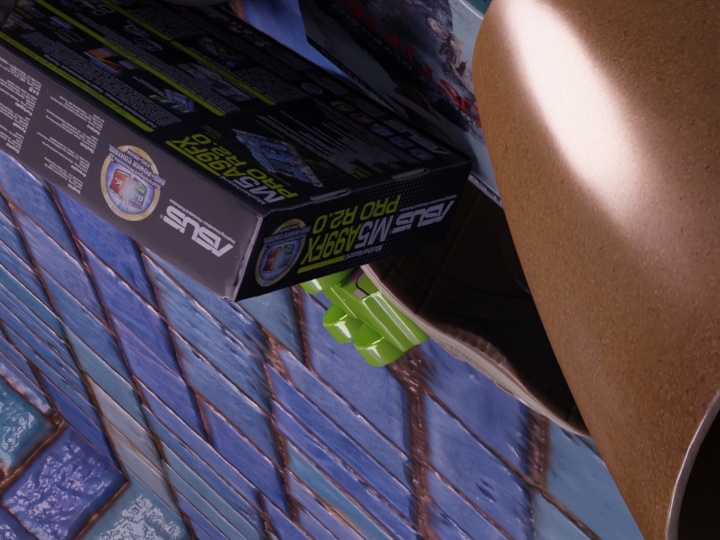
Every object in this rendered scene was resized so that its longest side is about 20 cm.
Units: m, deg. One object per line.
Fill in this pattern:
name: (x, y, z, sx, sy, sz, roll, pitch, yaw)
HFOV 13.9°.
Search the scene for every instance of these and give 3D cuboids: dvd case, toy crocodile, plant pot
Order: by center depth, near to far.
plant pot: (0.120, -0.020, 0.891, 0.200, 0.186, 0.186, 52, 176, 40)
dvd case: (0.026, -0.100, 1.247, 0.146, 0.022, 0.200, 41, 169, 16)
toy crocodile: (0.000, 0.000, 1.511, 0.068, 0.062, 0.200, 49, 176, -15)

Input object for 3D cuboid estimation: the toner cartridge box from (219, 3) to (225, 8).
toner cartridge box: (-0.132, -0.166, 1.492, 0.095, 0.043, 0.200, 30, 161, 51)

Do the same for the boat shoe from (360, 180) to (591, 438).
boat shoe: (0.052, 0.007, 1.410, 0.200, 0.072, 0.065, 41, 168, -11)

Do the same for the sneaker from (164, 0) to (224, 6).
sneaker: (-0.121, -0.189, 1.300, 0.200, 0.075, 0.105, 39, 163, 5)

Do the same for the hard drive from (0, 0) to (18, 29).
hard drive: (-0.202, -0.179, 1.294, 0.140, 0.033, 0.200, 29, -158, -12)

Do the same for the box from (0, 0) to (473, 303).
box: (-0.075, -0.065, 1.280, 0.200, 0.044, 0.160, 32, -153, 25)
